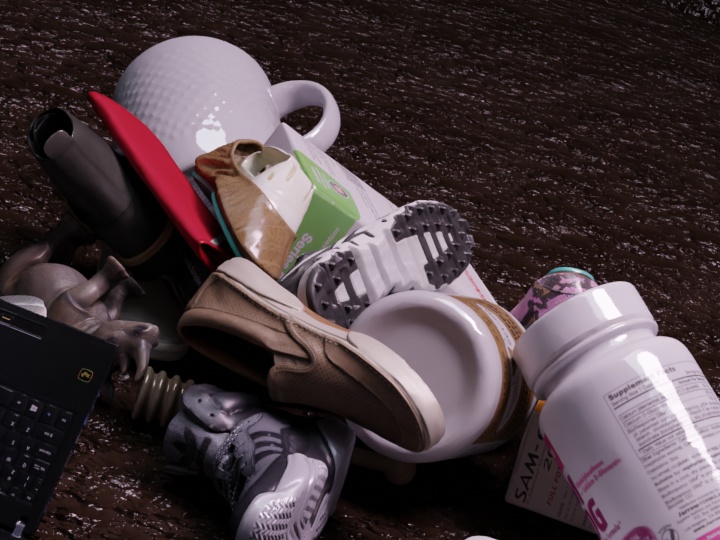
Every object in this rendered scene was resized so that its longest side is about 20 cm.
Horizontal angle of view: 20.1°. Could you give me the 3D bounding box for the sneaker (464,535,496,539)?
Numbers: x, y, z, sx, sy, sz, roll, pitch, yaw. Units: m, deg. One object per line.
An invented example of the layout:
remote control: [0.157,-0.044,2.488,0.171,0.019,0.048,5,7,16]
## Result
sneaker: [0.143,0.197,1.228,0.199,0.089,0.075,28,24,32]

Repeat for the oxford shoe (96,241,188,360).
oxford shoe: [-0.166,0.011,1.542,0.075,0.058,0.200,12,21,-15]

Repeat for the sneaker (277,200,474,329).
sneaker: [0.000,0.000,1.459,0.090,0.067,0.200,-14,9,42]

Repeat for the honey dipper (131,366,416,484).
honey dipper: [-0.057,0.112,1.389,0.198,0.038,0.038,18,19,-6]

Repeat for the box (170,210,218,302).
box: [-0.079,0.019,1.535,0.142,0.036,0.200,29,13,-33]

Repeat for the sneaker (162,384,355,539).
sneaker: [-0.076,0.129,1.268,0.113,0.076,0.200,18,13,8]

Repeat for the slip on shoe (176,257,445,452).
slip on shoe: [-0.034,0.064,1.308,0.199,0.076,0.061,35,59,25]

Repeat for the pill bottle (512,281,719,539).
pill bottle: [0.186,0.116,1.328,0.113,0.113,0.201,-4,58,-46]

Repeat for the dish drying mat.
dish drying mat: [-0.137,-0.060,1.484,0.077,0.018,0.200,39,10,-47]

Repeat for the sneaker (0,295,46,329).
sneaker: [-0.275,0.053,1.330,0.070,0.081,0.199,-13,14,-41]

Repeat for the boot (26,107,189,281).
boot: [-0.208,-0.085,1.524,0.138,0.078,0.200,48,-8,-32]

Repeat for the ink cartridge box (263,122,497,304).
ink cartridge box: [0.002,-0.008,1.585,0.199,0.084,0.146,35,12,-23]

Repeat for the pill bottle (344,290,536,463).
pill bottle: [0.064,0.074,1.428,0.114,0.115,0.200,22,4,17]

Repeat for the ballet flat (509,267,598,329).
ballet flat: [0.137,0.061,1.578,0.069,0.072,0.200,15,-22,-6]

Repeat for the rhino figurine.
rhino figurine: [-0.195,0.032,1.434,0.200,0.087,0.060,41,-7,49]

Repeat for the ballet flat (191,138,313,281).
ballet flat: [-0.072,-0.054,1.473,0.068,0.072,0.200,53,1,-21]

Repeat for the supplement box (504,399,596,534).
supplement box: [0.215,0.145,1.450,0.199,0.074,0.126,19,18,9]

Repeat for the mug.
mug: [-0.112,-0.104,1.722,0.199,0.148,0.176,-20,32,3]

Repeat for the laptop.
laptop: [-0.265,0.088,1.174,0.176,0.201,0.103,20,-17,11]
